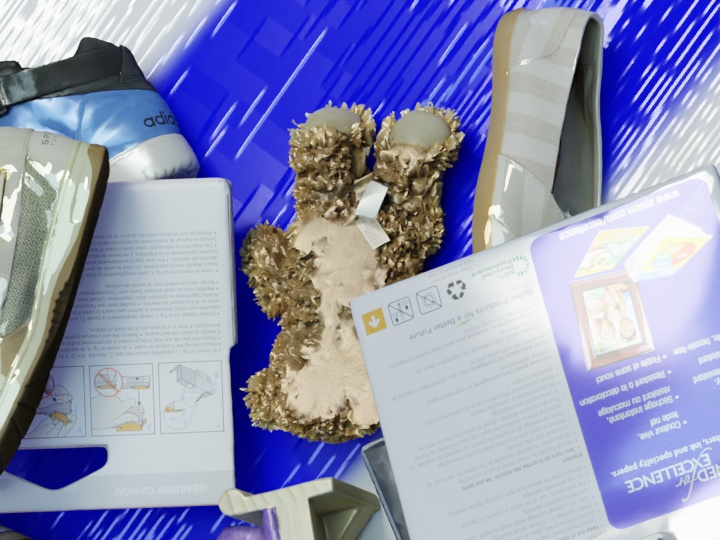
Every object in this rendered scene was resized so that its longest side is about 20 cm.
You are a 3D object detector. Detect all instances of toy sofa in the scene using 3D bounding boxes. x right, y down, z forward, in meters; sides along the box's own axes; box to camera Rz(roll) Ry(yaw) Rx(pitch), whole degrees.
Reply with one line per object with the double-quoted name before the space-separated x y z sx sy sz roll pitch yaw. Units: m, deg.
"toy sofa" -0.031 0.214 1.566 0.098 0.083 0.200 -14 75 16

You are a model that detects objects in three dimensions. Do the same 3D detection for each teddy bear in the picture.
"teddy bear" 0.000 0.000 1.615 0.145 0.067 0.200 -11 69 8

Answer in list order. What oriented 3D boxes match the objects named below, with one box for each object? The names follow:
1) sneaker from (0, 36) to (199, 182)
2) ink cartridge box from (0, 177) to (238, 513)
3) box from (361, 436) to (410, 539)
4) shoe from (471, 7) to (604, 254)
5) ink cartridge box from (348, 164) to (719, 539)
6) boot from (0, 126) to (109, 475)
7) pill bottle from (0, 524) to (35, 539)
"sneaker" -0.200 -0.055 1.683 0.200 0.077 0.111 -30 76 8
"ink cartridge box" -0.166 0.041 1.620 0.200 0.045 0.176 -2 91 1
"box" 0.138 0.140 1.496 0.198 0.123 0.200 -27 69 12
"shoe" 0.098 -0.045 1.577 0.053 0.070 0.200 -4 76 28
"ink cartridge box" 0.108 0.075 1.431 0.198 0.043 0.200 -20 67 16
"boot" -0.230 0.009 1.564 0.155 0.072 0.200 18 85 0
"pill bottle" -0.269 0.169 1.647 0.200 0.112 0.112 21 87 23
